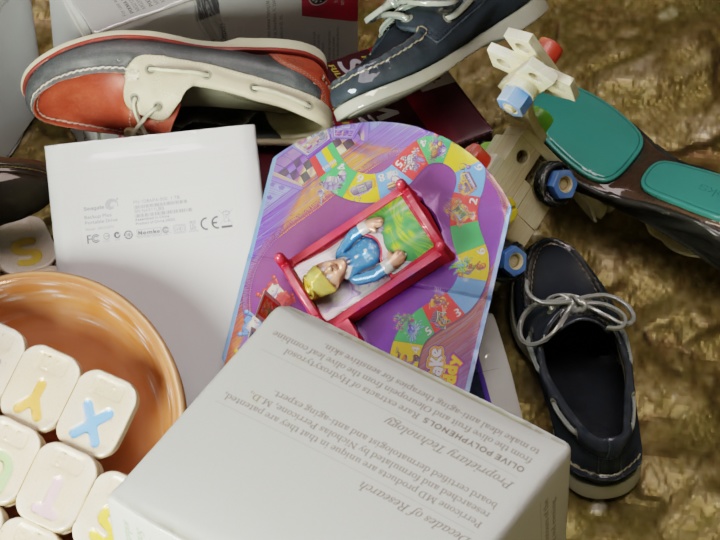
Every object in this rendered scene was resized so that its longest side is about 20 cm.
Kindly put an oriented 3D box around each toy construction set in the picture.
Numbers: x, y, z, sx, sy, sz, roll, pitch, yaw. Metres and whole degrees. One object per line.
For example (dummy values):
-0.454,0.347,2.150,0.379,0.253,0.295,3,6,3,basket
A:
0.067,-0.057,1.747,0.200,0.131,0.092,-50,28,-3,toy construction set

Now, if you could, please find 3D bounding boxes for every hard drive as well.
-0.120,0.016,1.717,0.132,0.025,0.200,-6,86,-2,hard drive

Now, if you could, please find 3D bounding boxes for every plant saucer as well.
-0.197,0.101,1.669,0.200,0.037,0.200,-4,74,13,plant saucer

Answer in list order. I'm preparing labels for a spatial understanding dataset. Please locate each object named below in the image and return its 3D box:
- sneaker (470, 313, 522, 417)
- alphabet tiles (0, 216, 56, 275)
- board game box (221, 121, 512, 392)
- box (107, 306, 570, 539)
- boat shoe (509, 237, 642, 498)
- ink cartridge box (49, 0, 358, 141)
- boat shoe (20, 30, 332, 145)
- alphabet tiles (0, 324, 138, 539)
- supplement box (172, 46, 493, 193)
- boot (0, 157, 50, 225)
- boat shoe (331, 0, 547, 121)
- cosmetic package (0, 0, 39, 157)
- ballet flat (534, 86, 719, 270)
0.029,0.118,1.682,0.146,0.081,0.200,-12,53,1,sneaker
-0.287,0.024,1.795,0.200,0.015,0.196,-16,51,-15,alphabet tiles
0.000,0.000,1.663,0.158,0.039,0.200,10,77,17,board game box
-0.009,0.171,1.547,0.200,0.199,0.171,25,53,22,box
0.136,0.049,1.746,0.075,0.062,0.200,-3,49,-3,boat shoe
-0.106,-0.163,1.874,0.200,0.145,0.083,-21,53,-18,ink cartridge box
-0.116,-0.108,1.761,0.200,0.071,0.063,-1,50,-6,boat shoe
-0.222,0.134,1.630,0.200,0.015,0.196,24,82,19,alphabet tiles
-0.025,-0.075,1.816,0.200,0.061,0.109,-20,52,-19,supplement box
-0.285,-0.006,1.775,0.200,0.075,0.097,-15,58,-2,boot
0.045,-0.157,1.777,0.200,0.075,0.062,-33,101,-37,boat shoe
-0.270,-0.158,1.831,0.074,0.200,0.102,19,51,15,cosmetic package
0.181,-0.054,1.832,0.200,0.068,0.068,33,55,26,ballet flat
